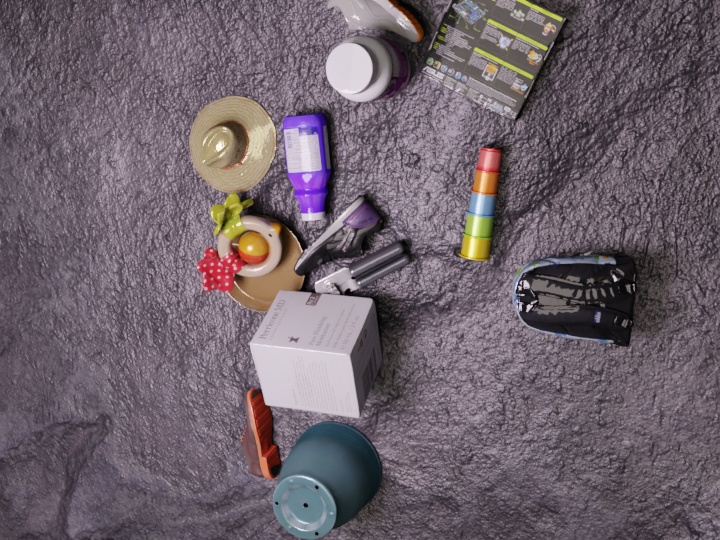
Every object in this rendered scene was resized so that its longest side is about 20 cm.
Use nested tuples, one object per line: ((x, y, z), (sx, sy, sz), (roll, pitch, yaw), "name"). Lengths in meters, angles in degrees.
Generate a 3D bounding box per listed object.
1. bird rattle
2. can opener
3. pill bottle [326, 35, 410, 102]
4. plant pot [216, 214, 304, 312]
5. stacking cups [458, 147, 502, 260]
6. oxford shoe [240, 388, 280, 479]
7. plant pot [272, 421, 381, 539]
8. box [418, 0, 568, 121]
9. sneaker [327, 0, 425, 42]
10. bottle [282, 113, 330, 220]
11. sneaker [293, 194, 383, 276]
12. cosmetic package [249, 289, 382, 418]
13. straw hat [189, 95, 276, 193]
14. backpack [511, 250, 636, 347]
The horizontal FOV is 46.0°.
((-0.235, -0.042, 1.664), (0.162, 0.113, 0.201), (10, 109, 0), "bird rattle")
((0.000, 0.000, 1.638), (0.199, 0.067, 0.053), (-26, 114, 15), "can opener")
((0.012, -0.351, 1.476), (0.112, 0.200, 0.113), (4, 104, 18), "pill bottle")
((-0.200, -0.015, 1.721), (0.199, 0.027, 0.201), (4, 103, 19), "plant pot")
((0.222, -0.120, 1.532), (0.060, 0.060, 0.201), (12, 106, 16), "stacking cups")
((-0.227, 0.347, 1.791), (0.072, 0.071, 0.201), (-4, 101, 25), "oxford shoe")
((-0.079, 0.430, 1.694), (0.199, 0.188, 0.201), (4, 103, 18), "plant pot")
((0.228, -0.390, 1.478), (0.199, 0.047, 0.194), (29, 107, 12), "box")
((0.027, -0.458, 1.524), (0.200, 0.076, 0.092), (41, 119, 15), "sneaker")
((-0.099, -0.198, 1.623), (0.083, 0.065, 0.201), (-2, 102, 20), "bottle")
((-0.040, -0.045, 1.626), (0.088, 0.076, 0.200), (45, 104, -3), "sneaker")
((-0.080, 0.156, 1.619), (0.199, 0.165, 0.166), (5, 128, 17), "cosmetic package")
((-0.270, -0.245, 1.660), (0.200, 0.085, 0.202), (4, 104, 18), "straw hat")
((0.365, 0.045, 1.488), (0.199, 0.154, 0.164), (-3, 105, -3), "backpack")
